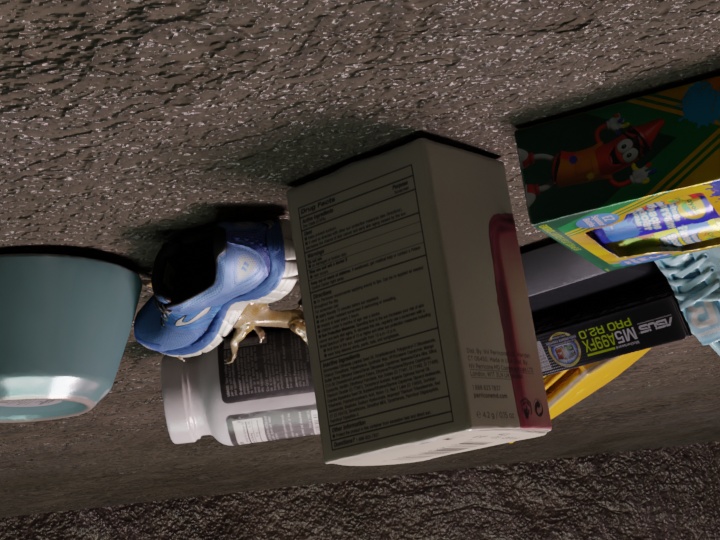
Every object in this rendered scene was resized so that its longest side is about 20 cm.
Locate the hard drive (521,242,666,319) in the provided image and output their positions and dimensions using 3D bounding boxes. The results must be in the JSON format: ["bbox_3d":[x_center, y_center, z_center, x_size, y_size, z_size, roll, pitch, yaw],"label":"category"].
[{"bbox_3d":[0.189,0.008,1.296,0.200,0.042,0.135,-19,162,39],"label":"hard drive"}]

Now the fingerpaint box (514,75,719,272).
[{"bbox_3d":[0.222,-0.062,0.965,0.166,0.074,0.200,-13,165,22],"label":"fingerpaint box"}]

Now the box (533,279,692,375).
[{"bbox_3d":[0.262,0.042,1.350,0.200,0.044,0.160,-20,-174,40],"label":"box"}]

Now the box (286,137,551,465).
[{"bbox_3d":[0.039,0.027,0.953,0.128,0.201,0.109,-18,163,36],"label":"box"}]

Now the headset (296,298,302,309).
[{"bbox_3d":[0.000,0.000,1.148,0.123,0.094,0.200,2,148,-23],"label":"headset"}]

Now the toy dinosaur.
[{"bbox_3d":[-0.132,0.034,1.232,0.200,0.058,0.101,18,136,-35],"label":"toy dinosaur"}]

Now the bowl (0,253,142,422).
[{"bbox_3d":[-0.276,0.063,1.106,0.200,0.105,0.201,-4,166,-1],"label":"bowl"}]

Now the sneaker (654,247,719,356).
[{"bbox_3d":[0.294,0.015,1.146,0.074,0.082,0.200,-27,123,39],"label":"sneaker"}]

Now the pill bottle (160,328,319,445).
[{"bbox_3d":[-0.103,0.122,1.441,0.199,0.117,0.116,-7,166,0],"label":"pill bottle"}]

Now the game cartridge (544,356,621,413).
[{"bbox_3d":[0.265,0.107,1.537,0.200,0.032,0.176,-26,163,-38],"label":"game cartridge"}]

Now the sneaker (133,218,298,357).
[{"bbox_3d":[-0.132,0.008,1.071,0.089,0.079,0.200,11,149,-34],"label":"sneaker"}]
